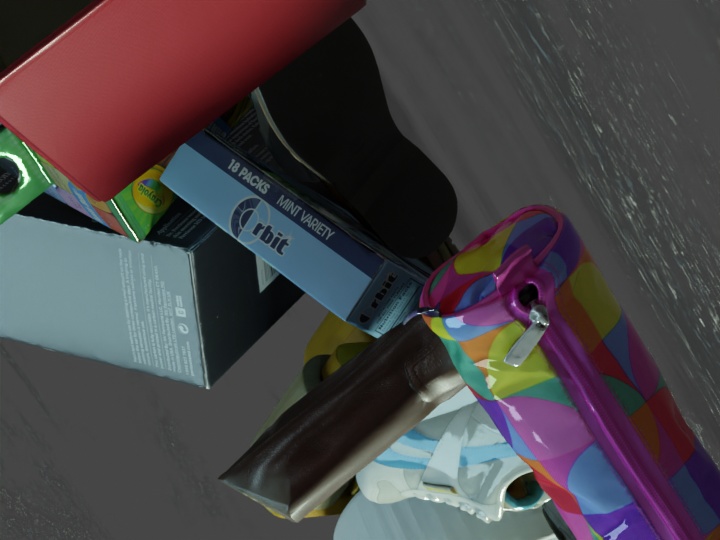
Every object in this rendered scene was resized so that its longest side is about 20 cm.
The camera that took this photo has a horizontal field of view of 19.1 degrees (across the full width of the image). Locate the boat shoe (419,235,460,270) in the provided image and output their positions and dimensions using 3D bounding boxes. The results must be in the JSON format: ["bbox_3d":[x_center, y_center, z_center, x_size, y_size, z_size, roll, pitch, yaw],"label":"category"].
[{"bbox_3d":[0.045,0.020,1.387,0.200,0.067,0.072,52,176,42],"label":"boat shoe"}]

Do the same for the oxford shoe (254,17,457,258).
[{"bbox_3d":[-0.022,-0.088,1.194,0.071,0.071,0.200,33,160,52],"label":"oxford shoe"}]

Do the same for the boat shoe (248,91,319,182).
[{"bbox_3d":[-0.039,-0.131,1.247,0.200,0.072,0.071,70,180,-54],"label":"boat shoe"}]

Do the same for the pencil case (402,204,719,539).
[{"bbox_3d":[0.103,0.066,0.960,0.200,0.088,0.088,55,177,-19],"label":"pencil case"}]

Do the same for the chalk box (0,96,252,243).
[{"bbox_3d":[-0.160,-0.111,1.270,0.124,0.200,0.125,26,159,31],"label":"chalk box"}]

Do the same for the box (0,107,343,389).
[{"bbox_3d":[-0.128,-0.033,1.396,0.181,0.200,0.105,13,125,27],"label":"box"}]

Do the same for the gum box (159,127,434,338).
[{"bbox_3d":[0.000,0.000,1.261,0.170,0.045,0.200,37,-176,36],"label":"gum box"}]

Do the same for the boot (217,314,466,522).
[{"bbox_3d":[0.023,0.069,1.079,0.064,0.200,0.186,55,177,-8],"label":"boot"}]

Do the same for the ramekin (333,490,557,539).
[{"bbox_3d":[0.079,0.178,1.427,0.098,0.200,0.201,62,180,25],"label":"ramekin"}]

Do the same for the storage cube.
[{"bbox_3d":[-0.128,-0.166,1.011,0.171,0.200,0.180,53,-178,18],"label":"storage cube"}]

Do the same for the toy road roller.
[{"bbox_3d":[0.001,0.076,1.462,0.199,0.123,0.146,-3,-132,-45],"label":"toy road roller"}]

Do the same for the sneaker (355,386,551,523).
[{"bbox_3d":[0.061,0.106,1.208,0.200,0.076,0.081,-35,74,53],"label":"sneaker"}]

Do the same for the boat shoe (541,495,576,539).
[{"bbox_3d":[0.135,0.132,1.216,0.066,0.072,0.201,51,-177,-25],"label":"boat shoe"}]
